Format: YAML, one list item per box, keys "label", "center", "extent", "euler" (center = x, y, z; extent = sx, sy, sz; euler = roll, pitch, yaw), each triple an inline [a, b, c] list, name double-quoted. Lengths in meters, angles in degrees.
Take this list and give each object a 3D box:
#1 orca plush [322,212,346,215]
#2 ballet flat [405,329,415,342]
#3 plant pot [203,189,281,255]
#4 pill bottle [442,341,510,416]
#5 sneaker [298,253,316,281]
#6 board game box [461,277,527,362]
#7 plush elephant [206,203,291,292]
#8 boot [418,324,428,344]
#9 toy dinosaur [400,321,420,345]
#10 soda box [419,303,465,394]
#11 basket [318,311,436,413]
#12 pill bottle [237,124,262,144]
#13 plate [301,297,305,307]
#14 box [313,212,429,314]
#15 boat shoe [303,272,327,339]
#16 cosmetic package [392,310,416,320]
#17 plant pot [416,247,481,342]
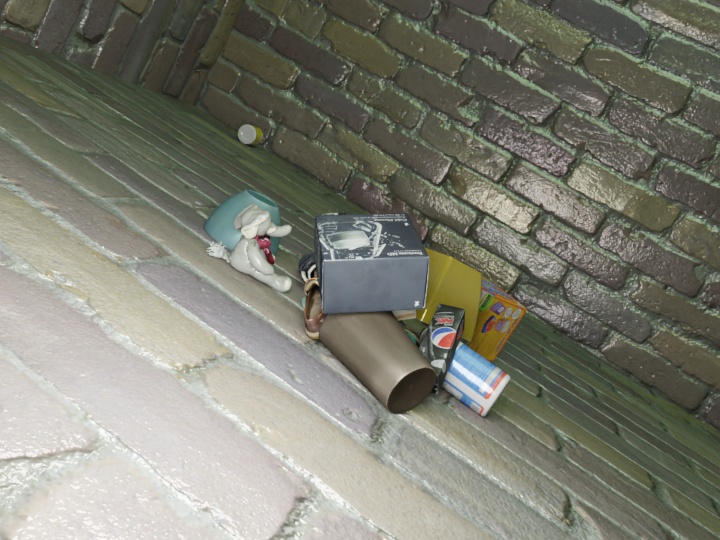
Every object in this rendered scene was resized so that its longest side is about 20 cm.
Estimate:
- label: "orca plush"
  center: [-0.091, -0.198, 2.548]
  extent: [0.105, 0.071, 0.200]
  euler: [-13, -8, 19]
- label: "ballet flat"
  center: [0.054, 0.154, 1.374]
  extent: [0.069, 0.070, 0.200]
  euler: [39, 14, 35]
- label: "plant pot"
  center: [-0.285, -0.129, 1.548]
  extent: [0.200, 0.135, 0.200]
  euler: [28, 12, -6]
- label: "pill bottle"
  center: [0.231, 0.230, 1.366]
  extent: [0.200, 0.112, 0.112]
  euler: [35, 13, 19]
- label: "sneaker"
  center: [-0.115, -0.002, 1.530]
  extent: [0.079, 0.078, 0.200]
  euler: [42, -2, -41]
- label: "board game box"
  center: [0.340, 0.128, 1.840]
  extent: [0.199, 0.200, 0.200]
  euler: [21, 15, -38]
- label: "plush elephant"
  center: [-0.234, -0.073, 1.381]
  extent: [0.200, 0.155, 0.165]
  euler: [24, 13, -28]
- label: "boot"
  center: [0.190, 0.183, 1.536]
  extent: [0.203, 0.074, 0.154]
  euler: [40, 3, -34]
- label: "toy dinosaur"
  center: [0.094, 0.145, 1.563]
  extent: [0.200, 0.048, 0.088]
  euler: [42, 9, 33]
- label: "soda box"
  center: [0.170, 0.166, 1.297]
  extent: [0.063, 0.071, 0.200]
  euler: [12, 45, 20]
- label: "basket"
  center: [0.043, 0.164, 1.149]
  extent: [0.180, 0.136, 0.200]
  euler: [3, 31, -41]
- label: "pill bottle"
  center: [-0.639, -0.795, 3.513]
  extent: [0.111, 0.112, 0.200]
  euler: [30, 11, 1]
- label: "plate"
  center: [-0.046, 0.109, 1.412]
  extent: [0.200, 0.026, 0.200]
  euler: [28, 12, -6]
- label: "box"
  center: [0.014, -0.019, 1.179]
  extent: [0.199, 0.124, 0.197]
  euler: [-3, 32, -8]
- label: "boat shoe"
  center: [-0.080, 0.044, 1.248]
  extent: [0.072, 0.200, 0.072]
  euler: [-2, -43, 20]
- label: "cosmetic package"
  center: [0.018, 0.060, 1.299]
  extent: [0.105, 0.199, 0.071]
  euler: [-84, 160, -46]
- label: "plant pot"
  center: [0.199, 0.050, 1.562]
  extent: [0.200, 0.177, 0.200]
  euler: [25, -1, -36]
